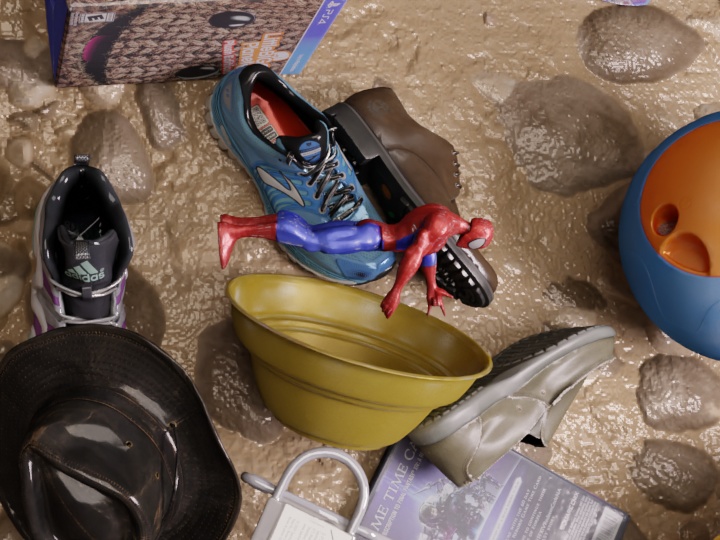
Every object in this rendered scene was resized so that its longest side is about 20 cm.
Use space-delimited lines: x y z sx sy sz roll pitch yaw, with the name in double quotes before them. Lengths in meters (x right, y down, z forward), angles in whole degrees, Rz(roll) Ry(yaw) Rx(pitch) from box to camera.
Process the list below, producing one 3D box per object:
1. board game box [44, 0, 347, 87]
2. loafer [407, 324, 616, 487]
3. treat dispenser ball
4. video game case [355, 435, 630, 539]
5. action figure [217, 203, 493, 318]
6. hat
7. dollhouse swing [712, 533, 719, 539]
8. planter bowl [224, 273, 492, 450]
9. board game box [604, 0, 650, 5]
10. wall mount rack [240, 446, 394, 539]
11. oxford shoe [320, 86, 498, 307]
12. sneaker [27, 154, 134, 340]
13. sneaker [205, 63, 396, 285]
"board game box" -0.129 -0.212 1.006 0.200 0.159 0.097 -6 79 -17
"loafer" 0.124 0.102 1.048 0.200 0.075 0.070 -28 98 -27
"treat dispenser ball" 0.304 -0.027 1.060 0.200 0.201 0.201 4 76 -15
"video game case" 0.097 0.206 1.043 0.200 0.019 0.143 30 71 -6
"action figure" 0.000 0.000 0.996 0.200 0.065 0.099 -5 103 -1
"hat" -0.183 0.142 0.899 0.200 0.081 0.201 5 109 14
"dollhouse swing" 0.343 0.276 1.024 0.200 0.182 0.176 -23 64 -20
"planter bowl" -0.012 0.075 0.980 0.200 0.200 0.084 15 103 -12
"board game box" 0.234 -0.338 1.201 0.158 0.039 0.200 38 70 -4
"wall mount rack" -0.031 0.233 0.963 0.173 0.075 0.200 26 80 -1
"oxford shoe" 0.056 -0.063 1.069 0.084 0.073 0.200 -33 87 -22
"sneaker" -0.194 0.017 0.941 0.078 0.140 0.200 -7 78 -17
"sneaker" -0.043 -0.073 1.033 0.078 0.090 0.200 -40 92 -20
